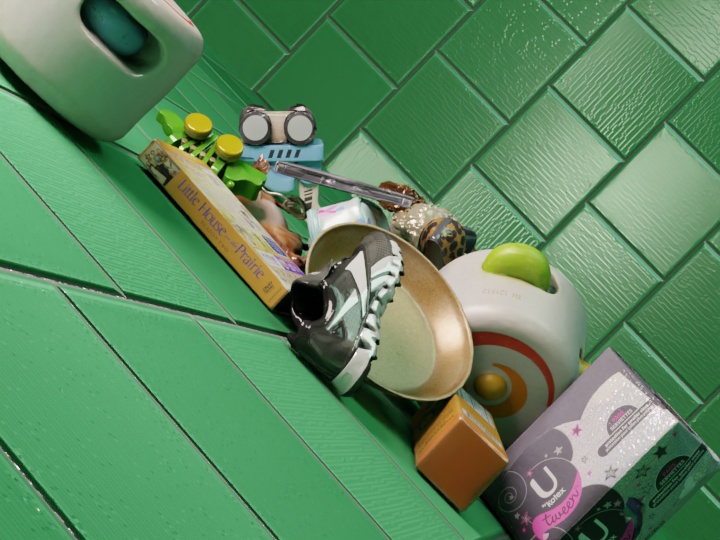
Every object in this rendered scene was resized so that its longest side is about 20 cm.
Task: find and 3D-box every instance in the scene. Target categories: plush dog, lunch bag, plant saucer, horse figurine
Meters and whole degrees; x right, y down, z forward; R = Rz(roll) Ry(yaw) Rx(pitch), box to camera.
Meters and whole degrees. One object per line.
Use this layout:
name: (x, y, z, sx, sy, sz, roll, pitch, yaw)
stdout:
plush dog: (0.049, -0.006, 1.912, 0.200, 0.172, 0.161, 46, 5, -7)
lunch bag: (0.000, 0.000, 1.718, 0.200, 0.076, 0.162, 17, 54, -82)
plant saucer: (0.021, 0.046, 1.550, 0.199, 0.035, 0.202, 25, 42, -25)
horse figurine: (-0.093, -0.050, 1.763, 0.201, 0.050, 0.132, 56, 16, 28)

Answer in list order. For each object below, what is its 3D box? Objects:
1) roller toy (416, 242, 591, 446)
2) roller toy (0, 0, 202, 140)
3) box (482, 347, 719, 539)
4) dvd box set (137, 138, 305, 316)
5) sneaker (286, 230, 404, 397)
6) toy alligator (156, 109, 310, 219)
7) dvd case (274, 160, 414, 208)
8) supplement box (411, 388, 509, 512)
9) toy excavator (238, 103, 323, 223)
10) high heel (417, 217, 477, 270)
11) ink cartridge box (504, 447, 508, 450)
roller toy: (0.144, 0.087, 1.688, 0.201, 0.181, 0.140, 55, 29, -24)
roller toy: (-0.230, -0.217, 1.382, 0.183, 0.140, 0.200, 47, 4, 12)
box: (0.237, 0.205, 1.613, 0.115, 0.200, 0.132, 38, 9, -42)
dvd box set: (-0.121, -0.037, 1.558, 0.200, 0.029, 0.146, 48, 6, 13)
sneaker: (-0.017, 0.019, 1.455, 0.090, 0.066, 0.201, 33, 40, -14)
toy alligator: (-0.145, -0.103, 1.697, 0.199, 0.060, 0.054, 35, 45, 9)
dvd case: (-0.020, -0.094, 1.745, 0.147, 0.016, 0.200, 15, 2, -3)
supplement box: (0.091, 0.161, 1.528, 0.069, 0.067, 0.200, 43, 5, -3)
toy excavator: (-0.086, -0.134, 2.315, 0.192, 0.203, 0.100, 0, 13, -5)
high heel: (0.073, 0.039, 1.787, 0.071, 0.202, 0.142, 17, 3, 17)
ink cartridge box: (0.188, 0.209, 1.850, 0.147, 0.086, 0.200, 49, 7, 38)
